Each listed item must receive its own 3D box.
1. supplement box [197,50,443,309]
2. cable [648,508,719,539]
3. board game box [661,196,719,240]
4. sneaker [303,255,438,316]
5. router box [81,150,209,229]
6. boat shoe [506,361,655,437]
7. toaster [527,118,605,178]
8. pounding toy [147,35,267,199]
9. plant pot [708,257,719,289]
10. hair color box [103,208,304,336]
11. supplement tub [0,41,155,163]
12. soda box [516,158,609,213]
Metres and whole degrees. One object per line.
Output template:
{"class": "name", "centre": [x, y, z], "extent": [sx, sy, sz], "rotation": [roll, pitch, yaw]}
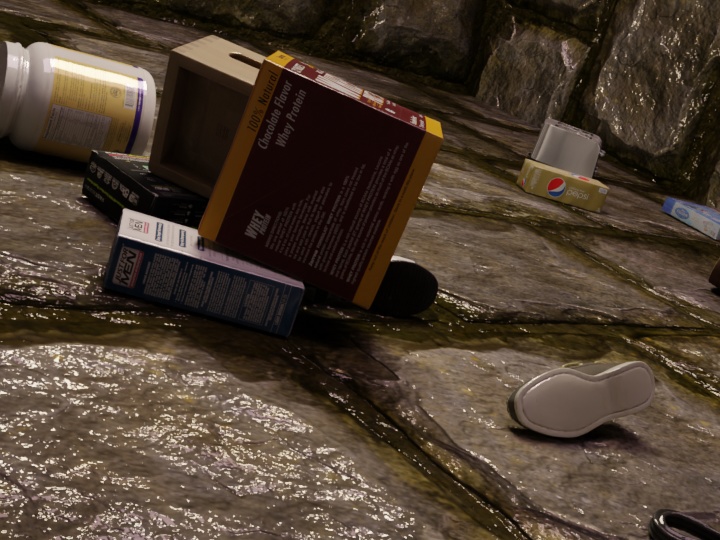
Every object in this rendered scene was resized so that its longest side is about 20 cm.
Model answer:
{"class": "supplement box", "centre": [-0.041, -0.101, 1.220], "extent": [0.199, 0.199, 0.133], "rotation": [23, 14, -3]}
{"class": "cable", "centre": [0.356, 0.268, 1.015], "extent": [0.198, 0.051, 0.097], "rotation": [7, 33, 0]}
{"class": "board game box", "centre": [0.918, -0.122, 2.943], "extent": [0.199, 0.044, 0.199], "rotation": [9, 20, -35]}
{"class": "sneaker", "centre": [0.000, 0.000, 1.381], "extent": [0.198, 0.075, 0.089], "rotation": [12, 19, -26]}
{"class": "router box", "centre": [-0.225, -0.088, 1.428], "extent": [0.199, 0.063, 0.150], "rotation": [3, 24, -46]}
{"class": "boat shoe", "centre": [0.229, 0.136, 1.219], "extent": [0.200, 0.073, 0.060], "rotation": [-6, -1, -35]}
{"class": "toaster", "centre": [0.543, -0.317, 3.010], "extent": [0.199, 0.120, 0.181], "rotation": [22, 15, 10]}
{"class": "pounding toy", "centre": [-0.128, -0.160, 1.381], "extent": [0.199, 0.185, 0.142], "rotation": [24, 28, 13]}
{"class": "plant pot", "centre": [0.798, 0.013, 2.151], "extent": [0.200, 0.188, 0.186], "rotation": [43, 24, 23]}
{"class": "hair color box", "centre": [-0.164, 0.002, 1.200], "extent": [0.198, 0.061, 0.100], "rotation": [17, 15, -13]}
{"class": "supplement tub", "centre": [-0.390, -0.222, 1.527], "extent": [0.198, 0.147, 0.145], "rotation": [11, 18, -28]}
{"class": "soda box", "centre": [0.461, -0.193, 2.597], "extent": [0.198, 0.064, 0.068], "rotation": [15, 16, -18]}
